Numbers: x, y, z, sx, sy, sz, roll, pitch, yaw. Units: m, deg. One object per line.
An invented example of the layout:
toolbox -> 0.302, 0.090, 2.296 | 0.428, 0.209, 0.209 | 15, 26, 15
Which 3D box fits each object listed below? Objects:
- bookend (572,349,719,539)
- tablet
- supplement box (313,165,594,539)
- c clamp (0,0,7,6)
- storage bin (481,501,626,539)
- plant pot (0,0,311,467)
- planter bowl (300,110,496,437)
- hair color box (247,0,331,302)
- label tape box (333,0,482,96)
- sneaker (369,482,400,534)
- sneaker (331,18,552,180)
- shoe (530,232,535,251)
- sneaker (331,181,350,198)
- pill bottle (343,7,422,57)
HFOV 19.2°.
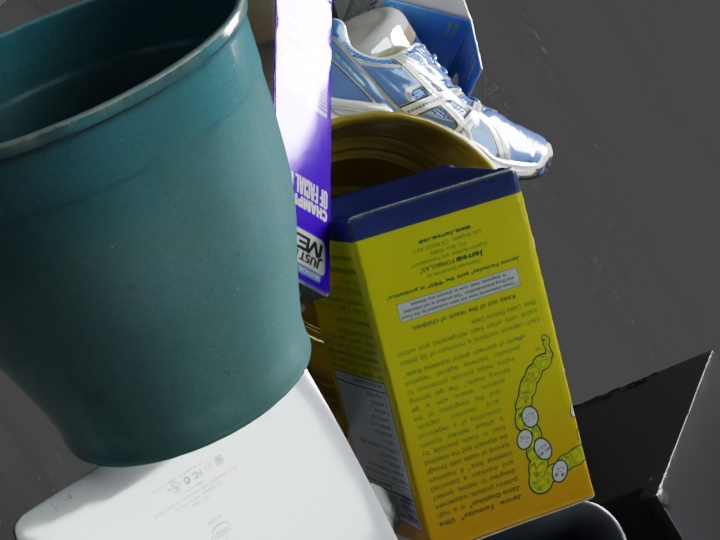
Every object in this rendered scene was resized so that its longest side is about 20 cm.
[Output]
bookend -> 0.155, 0.167, 1.423 | 0.092, 0.198, 0.200 | 58, 28, -12
tablet -> -0.071, 0.136, 1.069 | 0.200, 0.014, 0.130 | -32, 96, -39
supplement box -> 0.047, 0.048, 1.251 | 0.109, 0.109, 0.201 | -169, -117, -70
c clamp -> -0.241, -0.217, 1.174 | 0.171, 0.027, 0.200 | 60, 23, -10
storage bin -> 0.101, 0.262, 1.280 | 0.134, 0.145, 0.201 | 103, -29, -66
plant pot -> -0.118, -0.016, 1.037 | 0.200, 0.199, 0.188 | -69, 142, -61
planter bowl -> 0.000, 0.000, 1.335 | 0.201, 0.200, 0.083 | 58, -12, -14
hair color box -> -0.077, -0.076, 1.217 | 0.065, 0.109, 0.201 | 28, 55, -53
label tape box -> 0.020, -0.191, 1.566 | 0.143, 0.066, 0.201 | 115, -35, -59
sneaker -> -0.045, 0.158, 1.157 | 0.200, 0.073, 0.085 | 9, 63, -52
sneaker -> 0.044, -0.106, 1.392 | 0.199, 0.076, 0.077 | 15, 87, -28
shoe -> 0.092, 0.015, 1.436 | 0.200, 0.070, 0.053 | 68, 4, -48
sneaker -> 0.012, 0.008, 1.417 | 0.200, 0.079, 0.078 | 55, 24, -22
pill bottle -> 0.029, -0.073, 1.493 | 0.200, 0.115, 0.116 | 57, 23, -17
